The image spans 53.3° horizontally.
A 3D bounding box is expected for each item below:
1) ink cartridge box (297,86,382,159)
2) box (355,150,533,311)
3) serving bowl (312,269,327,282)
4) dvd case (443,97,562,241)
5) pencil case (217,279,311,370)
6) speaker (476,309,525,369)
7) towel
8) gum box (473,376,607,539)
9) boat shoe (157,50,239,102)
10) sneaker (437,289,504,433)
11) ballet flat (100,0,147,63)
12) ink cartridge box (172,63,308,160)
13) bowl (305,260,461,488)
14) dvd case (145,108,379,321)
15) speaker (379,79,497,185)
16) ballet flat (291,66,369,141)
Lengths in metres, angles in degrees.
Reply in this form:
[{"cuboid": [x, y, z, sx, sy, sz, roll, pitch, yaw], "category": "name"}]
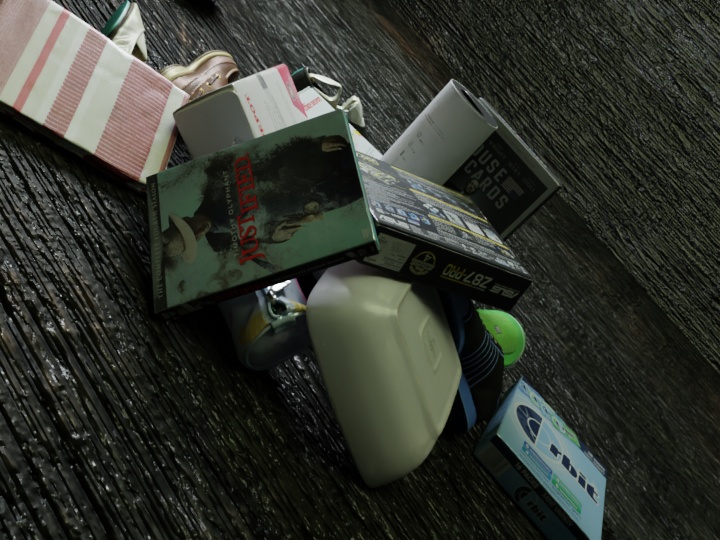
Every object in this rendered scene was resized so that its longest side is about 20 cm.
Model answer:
[{"cuboid": [-0.041, -0.161, 1.051, 0.200, 0.083, 0.146, 43, 24, -6], "category": "ink cartridge box"}, {"cuboid": [0.059, -0.047, 0.717, 0.197, 0.049, 0.162, 16, 31, -32], "category": "box"}, {"cuboid": [0.000, 0.000, 0.878, 0.199, 0.066, 0.201, 36, 25, -19], "category": "serving bowl"}, {"cuboid": [0.133, -0.092, 0.915, 0.151, 0.200, 0.025, 50, 23, 13], "category": "dvd case"}, {"cuboid": [-0.111, -0.006, 0.675, 0.202, 0.082, 0.091, 58, -6, 29], "category": "pencil case"}, {"cuboid": [0.150, 0.095, 0.951, 0.199, 0.089, 0.089, 6, 44, -56], "category": "speaker"}, {"cuboid": [-0.271, -0.177, 0.705, 0.198, 0.023, 0.146, 32, 50, -31], "category": "towel"}, {"cuboid": [0.232, 0.241, 0.900, 0.170, 0.045, 0.200, 48, 24, 6], "category": "gum box"}, {"cuboid": [-0.203, -0.224, 0.908, 0.068, 0.072, 0.201, 47, 29, -8], "category": "boat shoe"}, {"cuboid": [0.119, 0.084, 0.806, 0.077, 0.203, 0.070, -28, 33, -29], "category": "sneaker"}, {"cuboid": [-0.278, -0.239, 0.820, 0.062, 0.067, 0.202, 42, 31, -30], "category": "ballet flat"}, {"cuboid": [-0.119, -0.147, 0.834, 0.200, 0.081, 0.149, -62, 132, -66], "category": "ink cartridge box"}, {"cuboid": [0.036, 0.076, 0.690, 0.203, 0.073, 0.200, 70, 24, -13], "category": "bowl"}, {"cuboid": [-0.091, -0.051, 0.627, 0.022, 0.196, 0.148, 59, 16, -60], "category": "dvd case"}, {"cuboid": [0.073, -0.133, 0.878, 0.081, 0.200, 0.082, 35, 25, -19], "category": "speaker"}, {"cuboid": [-0.042, -0.291, 1.281, 0.198, 0.068, 0.069, 31, 26, -31], "category": "ballet flat"}]
